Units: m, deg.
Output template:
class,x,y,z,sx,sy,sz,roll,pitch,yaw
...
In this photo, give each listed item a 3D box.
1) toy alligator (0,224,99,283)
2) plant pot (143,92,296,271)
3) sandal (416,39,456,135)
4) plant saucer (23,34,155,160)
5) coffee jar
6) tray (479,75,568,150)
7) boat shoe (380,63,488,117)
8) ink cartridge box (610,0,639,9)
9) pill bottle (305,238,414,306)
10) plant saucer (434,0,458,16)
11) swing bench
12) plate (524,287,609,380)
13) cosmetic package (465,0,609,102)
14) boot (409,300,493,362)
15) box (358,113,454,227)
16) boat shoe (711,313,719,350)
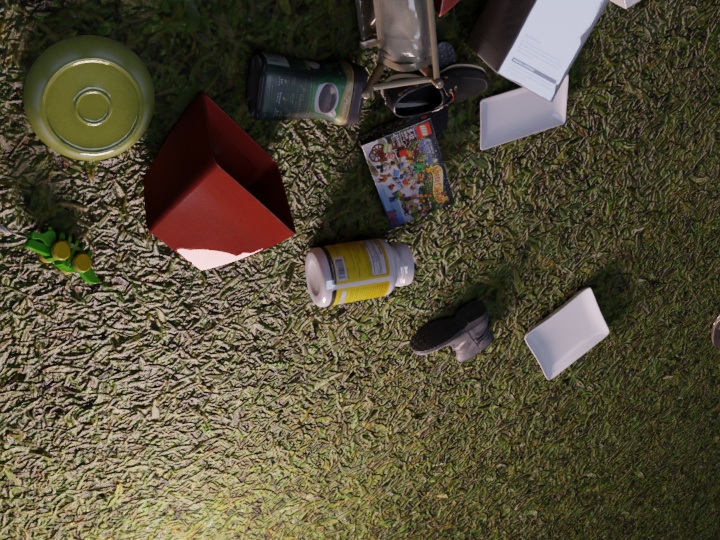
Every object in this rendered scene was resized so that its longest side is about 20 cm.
class,x,y,z,sx,sy,sz,roll,pitch,yaw
toy alligator,-0.502,-0.044,1.371,0.199,0.058,0.055,37,59,-39
plant pot,-0.244,-0.122,1.366,0.175,0.202,0.199,-36,132,15
sandal,0.129,-0.330,1.512,0.073,0.046,0.202,-14,142,-11
plant saucer,-0.409,-0.254,1.283,0.196,0.031,0.204,-15,128,-19
coffee jar,-0.085,-0.298,1.386,0.196,0.086,0.106,-1,120,-26
tray,0.314,-0.311,1.630,0.196,0.022,0.109,-19,128,-15
boat shoe,0.135,-0.307,1.455,0.197,0.064,0.075,-12,141,-17
ink cartridge box,0.445,-0.547,1.413,0.124,0.201,0.130,-31,132,-4
pill bottle,0.000,0.000,1.623,0.195,0.113,0.115,-9,126,-22
plant saucer,0.133,-0.514,1.272,0.036,0.201,0.204,3,123,-9
swing bench,0.050,-0.408,1.294,0.126,0.202,0.202,-7,129,3
plate,0.500,0.150,2.047,0.198,0.032,0.201,-38,131,0
cosmetic package,0.293,-0.425,1.407,0.121,0.200,0.203,21,112,-20
boot,0.211,0.165,1.884,0.196,0.070,0.133,-24,136,-5
box,0.088,-0.187,1.568,0.134,0.038,0.202,-20,131,4
boat shoe,1.016,0.144,2.287,0.073,0.074,0.204,-13,127,-18
